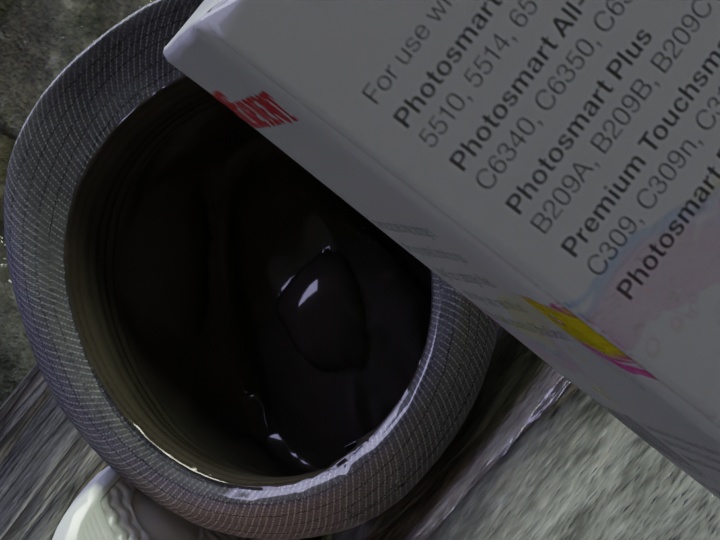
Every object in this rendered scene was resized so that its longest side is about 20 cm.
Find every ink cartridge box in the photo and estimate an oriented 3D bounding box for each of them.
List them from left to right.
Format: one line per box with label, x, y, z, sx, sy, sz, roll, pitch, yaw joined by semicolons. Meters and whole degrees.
ink cartridge box;0.063;-0.042;0.467;0.125;0.200;0.129;-52;7;-3

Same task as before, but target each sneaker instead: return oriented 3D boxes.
sneaker;-0.082;0.116;1.035;0.118;0.074;0.200;-42;-5;26

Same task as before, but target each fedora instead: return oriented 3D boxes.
fedora;-0.027;0.002;0.980;0.177;0.200;0.090;-42;-21;11
